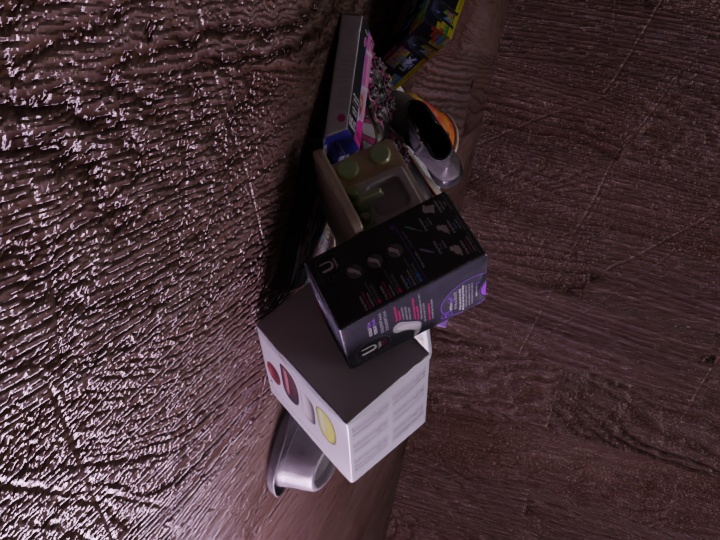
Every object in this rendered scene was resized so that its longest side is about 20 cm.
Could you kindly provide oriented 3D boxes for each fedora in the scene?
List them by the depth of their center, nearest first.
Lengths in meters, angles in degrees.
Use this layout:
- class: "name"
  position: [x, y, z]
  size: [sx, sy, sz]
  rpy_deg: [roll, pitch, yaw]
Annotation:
- class: "fedora"
  position: [-0.080, 0.285, 1.561]
  size: [0.200, 0.089, 0.179]
  rpy_deg: [-50, 153, -67]

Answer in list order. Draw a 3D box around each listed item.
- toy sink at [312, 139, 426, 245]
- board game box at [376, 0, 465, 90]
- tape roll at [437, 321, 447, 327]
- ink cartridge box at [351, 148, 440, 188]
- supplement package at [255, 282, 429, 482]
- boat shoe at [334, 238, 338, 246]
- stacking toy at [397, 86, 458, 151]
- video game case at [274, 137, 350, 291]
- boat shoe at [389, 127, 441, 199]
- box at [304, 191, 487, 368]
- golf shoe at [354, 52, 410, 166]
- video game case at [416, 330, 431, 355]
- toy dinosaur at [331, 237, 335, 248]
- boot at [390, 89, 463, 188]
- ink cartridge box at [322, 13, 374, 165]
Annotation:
- class: "toy sink"
  position: [0.021, -0.081, 1.260]
  size: [0.131, 0.111, 0.201]
  rpy_deg: [61, -8, 25]
- class: "board game box"
  position: [0.102, -0.403, 1.480]
  size: [0.165, 0.056, 0.202]
  rpy_deg: [-31, -146, 55]
- class: "tape roll"
  position: [0.063, 0.044, 1.691]
  size: [0.200, 0.197, 0.067]
  rpy_deg: [19, 86, -79]
- class: "ink cartridge box"
  position: [0.046, -0.163, 1.554]
  size: [0.200, 0.047, 0.162]
  rpy_deg: [42, 52, -27]
- class: "supplement package"
  position: [-0.022, 0.141, 1.299]
  size: [0.146, 0.191, 0.201]
  rpy_deg: [-37, 153, -20]
- class: "boat shoe"
  position: [-0.002, -0.001, 1.426]
  size: [0.065, 0.073, 0.205]
  rpy_deg: [145, -64, -65]
- class: "stacking toy"
  position: [0.077, -0.254, 1.636]
  size: [0.200, 0.144, 0.148]
  rpy_deg: [44, 60, -60]
- class: "video game case"
  position: [-0.062, -0.079, 1.339]
  size: [0.181, 0.025, 0.203]
  rpy_deg: [-21, 125, -77]
- class: "boat shoe"
  position: [0.059, -0.153, 1.486]
  size: [0.062, 0.201, 0.071]
  rpy_deg: [-39, -169, -3]
- class: "box"
  position: [0.046, 0.013, 1.177]
  size: [0.198, 0.107, 0.123]
  rpy_deg: [-27, 152, -8]
- class: "golf shoe"
  position: [0.007, -0.219, 1.401]
  size: [0.073, 0.091, 0.203]
  rpy_deg: [-41, 125, -49]
- class: "video game case"
  position: [0.032, 0.104, 1.657]
  size: [0.200, 0.179, 0.023]
  rpy_deg: [72, 31, -71]
- class: "toy dinosaur"
  position: [-0.043, -0.014, 1.504]
  size: [0.107, 0.059, 0.203]
  rpy_deg: [-83, 172, -63]
- class: "boot"
  position: [0.087, -0.225, 1.447]
  size: [0.070, 0.200, 0.132]
  rpy_deg: [-40, 157, -2]
- class: "ink cartridge box"
  position: [-0.017, -0.229, 1.283]
  size: [0.095, 0.036, 0.203]
  rpy_deg: [43, 56, -77]
